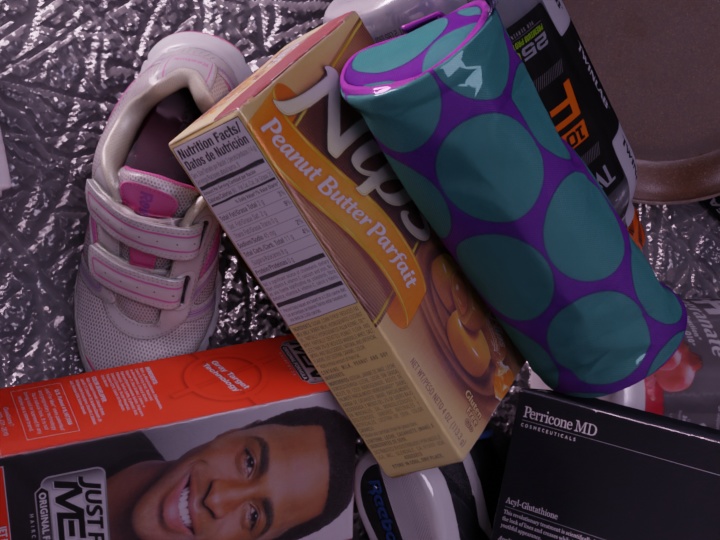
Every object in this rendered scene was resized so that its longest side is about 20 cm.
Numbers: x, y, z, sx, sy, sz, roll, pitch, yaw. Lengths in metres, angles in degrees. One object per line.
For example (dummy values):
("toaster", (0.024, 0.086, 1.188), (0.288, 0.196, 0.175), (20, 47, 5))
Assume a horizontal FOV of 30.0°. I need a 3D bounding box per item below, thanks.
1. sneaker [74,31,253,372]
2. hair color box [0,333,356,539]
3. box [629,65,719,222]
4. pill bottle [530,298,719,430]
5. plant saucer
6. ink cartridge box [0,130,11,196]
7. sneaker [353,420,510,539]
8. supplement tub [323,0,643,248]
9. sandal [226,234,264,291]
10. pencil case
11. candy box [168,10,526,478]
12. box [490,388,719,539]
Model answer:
("sneaker", (-0.108, -0.025, 0.688), (0.081, 0.088, 0.201), (10, 96, 1))
("hair color box", (-0.103, 0.103, 0.680), (0.199, 0.061, 0.102), (-11, 120, -22))
("box", (0.262, -0.148, 0.893), (0.159, 0.046, 0.200), (45, 69, -7))
("pill bottle", (0.211, 0.072, 0.797), (0.199, 0.111, 0.111), (1, 79, -20))
("plant saucer", (0.181, -0.137, 0.798), (0.200, 0.200, 0.032), (36, 27, -10))
("ink cartridge box", (-0.267, -0.120, 0.647), (0.144, 0.084, 0.201), (-6, 81, -49))
("sneaker", (0.066, 0.170, 0.747), (0.112, 0.073, 0.201), (-27, 111, -49))
("supplement tub", (0.075, -0.083, 0.749), (0.122, 0.122, 0.201), (-38, 111, -22))
("sandal", (0.000, 0.000, 0.761), (0.200, 0.054, 0.080), (40, 102, -12))
("pencil case", (0.077, -0.034, 0.647), (0.200, 0.085, 0.093), (55, 36, -19))
("candy box", (0.006, -0.013, 0.666), (0.200, 0.055, 0.115), (57, 41, -15))
("box", (0.160, 0.146, 0.633), (0.079, 0.199, 0.142), (9, 93, -48))
